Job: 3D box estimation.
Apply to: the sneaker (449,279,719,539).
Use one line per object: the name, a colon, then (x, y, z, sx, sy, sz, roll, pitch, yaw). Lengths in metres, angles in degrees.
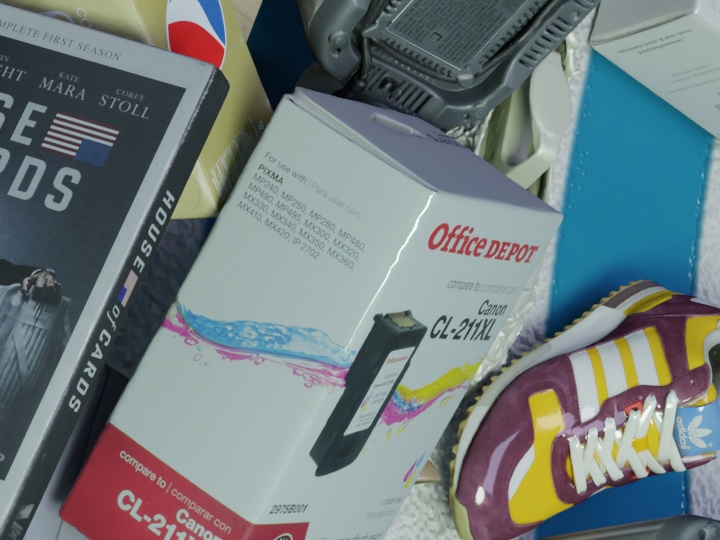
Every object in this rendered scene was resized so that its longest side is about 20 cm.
sneaker: (0.125, 0.072, 1.285, 0.200, 0.090, 0.075, -40, 135, -36)

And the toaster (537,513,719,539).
toaster: (0.151, 0.186, 1.272, 0.200, 0.129, 0.114, 25, 66, -35)

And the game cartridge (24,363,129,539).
game cartridge: (-0.154, 0.119, 1.072, 0.130, 0.038, 0.201, 37, 62, -44)

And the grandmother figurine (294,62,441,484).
grandmother figurine: (0.000, 0.000, 1.225, 0.121, 0.061, 0.201, -1, 82, -32)

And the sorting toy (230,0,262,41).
sorting toy: (-0.133, -0.157, 1.103, 0.200, 0.070, 0.199, 18, 97, -37)

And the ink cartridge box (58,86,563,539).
ink cartridge box: (-0.017, 0.037, 1.098, 0.200, 0.083, 0.146, -61, 156, 11)

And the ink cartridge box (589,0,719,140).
ink cartridge box: (0.234, -0.142, 1.429, 0.200, 0.083, 0.147, 31, 63, -31)

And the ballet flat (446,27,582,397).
ballet flat: (0.068, -0.040, 1.287, 0.072, 0.072, 0.201, 23, 69, -34)

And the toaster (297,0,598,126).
toaster: (0.040, -0.160, 1.172, 0.113, 0.200, 0.129, 24, 32, -34)

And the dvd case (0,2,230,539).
dvd case: (-0.154, -0.006, 0.983, 0.200, 0.150, 0.025, -67, 159, -17)

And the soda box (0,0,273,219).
soda box: (-0.103, -0.117, 1.039, 0.064, 0.068, 0.200, -57, 136, -46)
